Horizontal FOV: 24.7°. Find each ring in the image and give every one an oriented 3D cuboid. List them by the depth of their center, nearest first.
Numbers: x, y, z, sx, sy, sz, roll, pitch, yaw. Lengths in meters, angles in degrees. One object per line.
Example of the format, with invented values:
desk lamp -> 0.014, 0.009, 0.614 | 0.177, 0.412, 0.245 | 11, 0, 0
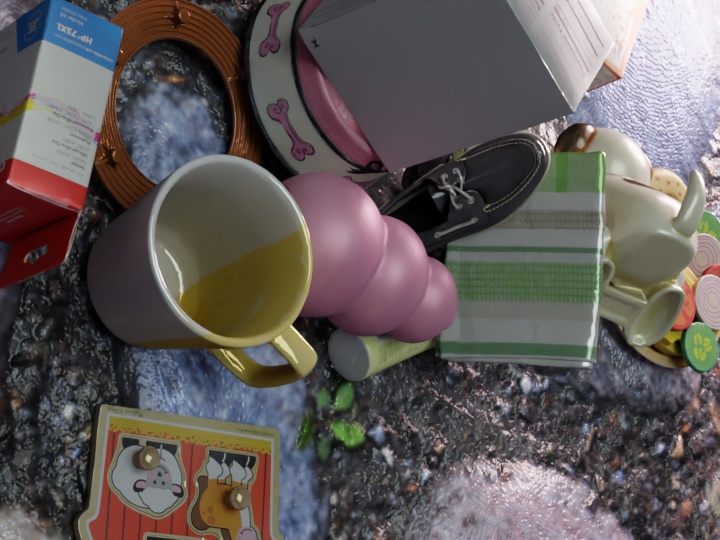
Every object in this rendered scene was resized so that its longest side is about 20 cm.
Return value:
ring -> -0.153, -0.133, 1.397 | 0.200, 0.019, 0.201 | 3, 85, -44

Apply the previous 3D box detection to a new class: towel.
towel -> 0.149, -0.011, 1.503 | 0.031, 0.149, 0.200 | 43, 51, -71

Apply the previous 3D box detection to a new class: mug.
mug -> -0.137, 0.016, 1.310 | 0.149, 0.153, 0.187 | -14, 88, -40

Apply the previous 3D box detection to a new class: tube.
tube -> 0.052, 0.047, 1.522 | 0.200, 0.052, 0.058 | -26, 135, -45

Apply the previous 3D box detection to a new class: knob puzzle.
knob puzzle -> -0.139, 0.217, 1.336 | 0.219, 0.030, 0.220 | 11, 73, -36

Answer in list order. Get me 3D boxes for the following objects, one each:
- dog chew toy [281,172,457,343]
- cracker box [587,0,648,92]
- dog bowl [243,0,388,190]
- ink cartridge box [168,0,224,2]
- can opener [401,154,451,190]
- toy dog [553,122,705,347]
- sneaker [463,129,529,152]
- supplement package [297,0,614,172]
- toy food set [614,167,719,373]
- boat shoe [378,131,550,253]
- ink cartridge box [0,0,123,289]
dog chew toy -> 0.000, 0.000, 1.409 | 0.200, 0.124, 0.125 | 29, 62, -27
cracker box -> 0.208, -0.302, 1.723 | 0.200, 0.058, 0.134 | 39, 57, -25
dog bowl -> -0.010, -0.172, 1.486 | 0.200, 0.074, 0.201 | 18, 65, -45
ink cartridge box -> -0.110, -0.304, 1.475 | 0.200, 0.050, 0.109 | -19, 91, -30
can opener -> 0.080, -0.149, 1.580 | 0.079, 0.063, 0.200 | 25, 59, -8
toy dog -> 0.244, -0.059, 1.618 | 0.139, 0.194, 0.200 | 12, 37, -22
sneaker -> 0.147, -0.072, 1.593 | 0.078, 0.082, 0.200 | 34, 51, -36
supplement package -> 0.081, -0.196, 1.386 | 0.156, 0.200, 0.111 | 56, 43, -22
toy food set -> 0.331, 0.006, 1.746 | 0.198, 0.049, 0.200 | 40, 57, -24
boat shoe -> 0.080, -0.059, 1.474 | 0.073, 0.200, 0.063 | 61, 13, 3
ink cartridge box -> -0.257, -0.096, 1.268 | 0.067, 0.116, 0.200 | 23, 64, -32
